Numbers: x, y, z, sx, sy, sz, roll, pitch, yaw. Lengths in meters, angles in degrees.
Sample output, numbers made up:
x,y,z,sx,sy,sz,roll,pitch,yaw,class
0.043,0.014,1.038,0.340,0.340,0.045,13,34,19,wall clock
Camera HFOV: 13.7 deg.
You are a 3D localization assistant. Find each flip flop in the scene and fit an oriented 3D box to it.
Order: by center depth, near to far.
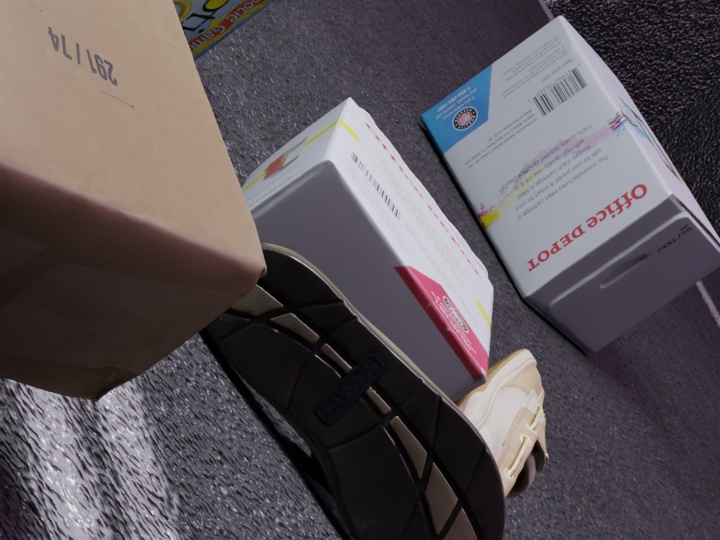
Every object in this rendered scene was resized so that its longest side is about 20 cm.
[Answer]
x,y,z,sx,sy,sz,roll,pitch,yaw,class
-0.002,0.072,1.462,0.200,0.081,0.058,49,-4,0,flip flop

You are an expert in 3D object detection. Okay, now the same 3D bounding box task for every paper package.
x,y,z,sx,sy,sz,roll,pitch,yaw,class
-0.147,-0.072,1.039,0.200,0.103,0.191,21,42,-55,paper package

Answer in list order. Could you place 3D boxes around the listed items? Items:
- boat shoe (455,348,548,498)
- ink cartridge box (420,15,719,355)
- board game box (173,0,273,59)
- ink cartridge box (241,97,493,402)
x,y,z,sx,sy,sz,roll,pitch,yaw,class
0.070,0.098,1.690,0.069,0.074,0.200,57,20,0,boat shoe
0.174,-0.067,2.433,0.146,0.146,0.201,39,19,-56,ink cartridge box
-0.118,-0.200,1.690,0.105,0.103,0.200,57,11,15,board game box
0.000,0.000,1.636,0.145,0.083,0.200,53,11,-7,ink cartridge box
